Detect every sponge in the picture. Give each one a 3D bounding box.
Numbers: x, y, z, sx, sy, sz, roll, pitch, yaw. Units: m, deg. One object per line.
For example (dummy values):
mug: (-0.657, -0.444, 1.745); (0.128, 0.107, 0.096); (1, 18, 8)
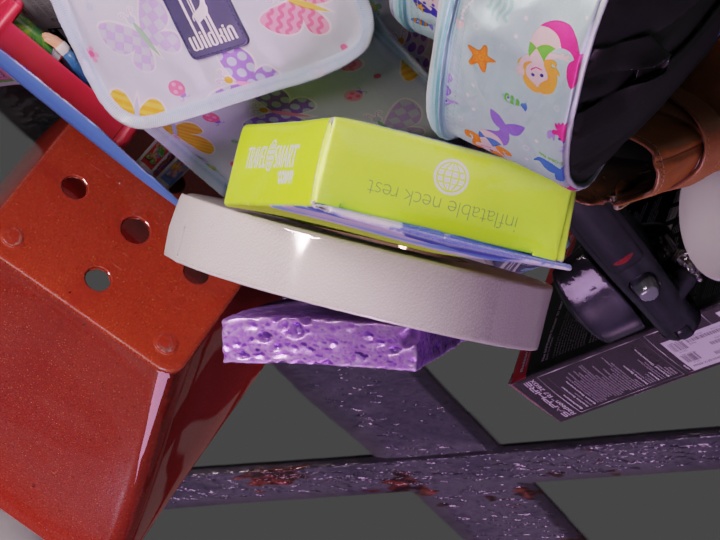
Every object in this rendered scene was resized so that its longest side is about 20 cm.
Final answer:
sponge: (-0.002, 0.033, 1.621); (0.111, 0.030, 0.200); (1, -175, 12)

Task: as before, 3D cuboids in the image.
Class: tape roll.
tape roll: (0.000, 0.000, 1.469); (0.202, 0.037, 0.203); (15, -177, -1)

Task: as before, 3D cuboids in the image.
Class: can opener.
can opener: (0.135, -0.019, 1.549); (0.079, 0.063, 0.200); (-37, 140, 0)

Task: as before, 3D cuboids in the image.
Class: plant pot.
plant pot: (-0.153, 0.019, 1.639); (0.199, 0.200, 0.176); (35, 143, 0)

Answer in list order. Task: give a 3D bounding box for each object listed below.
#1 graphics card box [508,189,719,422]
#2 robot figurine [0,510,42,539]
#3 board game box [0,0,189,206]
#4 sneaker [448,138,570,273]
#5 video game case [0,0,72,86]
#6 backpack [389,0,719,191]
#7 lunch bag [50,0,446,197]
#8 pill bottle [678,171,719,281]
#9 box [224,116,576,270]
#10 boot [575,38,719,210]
graphics card box: (0.185, 0.008, 1.707); (0.051, 0.126, 0.200); (37, 143, -21)
robot figurine: (-0.343, 0.264, 2.389); (0.200, 0.151, 0.125); (-18, 137, 42)
board game box: (-0.152, -0.104, 1.490); (0.158, 0.039, 0.200); (37, 176, 29)
sneaker: (0.078, -0.050, 1.586); (0.086, 0.078, 0.200); (-11, 163, 4)
video game case: (-0.235, -0.149, 1.521); (0.181, 0.022, 0.200); (-5, 157, 17)
backpack: (0.097, -0.141, 1.237); (0.150, 0.200, 0.178); (22, 136, 13)
lunch bag: (-0.048, -0.132, 1.409); (0.169, 0.128, 0.200); (-12, 148, 25)
pill bottle: (0.282, -0.032, 1.578); (0.199, 0.109, 0.109); (2, 161, -31)
box: (0.018, -0.036, 1.313); (0.121, 0.048, 0.200); (13, 179, -16)
boot: (0.126, -0.072, 1.388); (0.155, 0.077, 0.200); (-30, -155, -38)
